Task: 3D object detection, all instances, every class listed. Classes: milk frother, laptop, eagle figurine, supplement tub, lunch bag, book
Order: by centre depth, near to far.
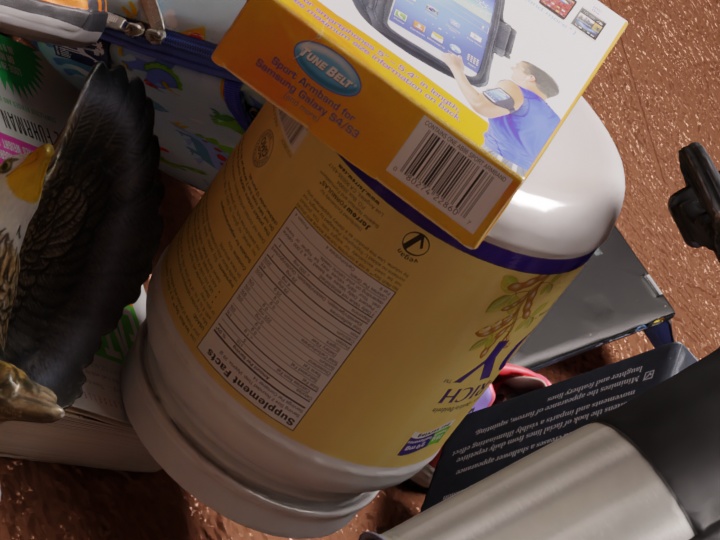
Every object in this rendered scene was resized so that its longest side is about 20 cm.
[{"bbox_3d":[-0.155,-0.005,1.029,0.200,0.150,0.152,-96,160,-58],"label":"eagle figurine"},{"bbox_3d":[0.096,0.077,1.052,0.201,0.188,0.180,64,-16,-4],"label":"milk frother"},{"bbox_3d":[0.000,0.000,1.102,0.145,0.200,0.146,26,31,-17],"label":"supplement tub"},{"bbox_3d":[-0.146,-0.013,1.167,0.133,0.048,0.201,20,45,-60],"label":"book"},{"bbox_3d":[-0.051,-0.087,1.228,0.083,0.160,0.200,-66,159,-14],"label":"lunch bag"},{"bbox_3d":[0.091,-0.010,1.563,0.199,0.116,0.188,-18,64,-34],"label":"laptop"}]

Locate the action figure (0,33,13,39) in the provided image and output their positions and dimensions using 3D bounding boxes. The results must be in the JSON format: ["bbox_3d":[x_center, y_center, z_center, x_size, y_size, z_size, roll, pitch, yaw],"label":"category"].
[{"bbox_3d":[-0.172,-0.191,1.219,0.102,0.201,0.119,29,47,23],"label":"action figure"}]

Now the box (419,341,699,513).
[{"bbox_3d":[0.102,0.155,1.249,0.107,0.148,0.200,46,44,-24],"label":"box"}]

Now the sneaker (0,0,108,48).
[{"bbox_3d":[-0.183,-0.172,1.097,0.199,0.112,0.078,24,1,-3],"label":"sneaker"}]

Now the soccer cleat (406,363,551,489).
[{"bbox_3d":[0.088,0.086,1.425,0.200,0.073,0.068,15,50,-54],"label":"soccer cleat"}]

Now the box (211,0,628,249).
[{"bbox_3d":[0.031,-0.093,1.023,0.119,0.042,0.200,36,32,0],"label":"box"}]
